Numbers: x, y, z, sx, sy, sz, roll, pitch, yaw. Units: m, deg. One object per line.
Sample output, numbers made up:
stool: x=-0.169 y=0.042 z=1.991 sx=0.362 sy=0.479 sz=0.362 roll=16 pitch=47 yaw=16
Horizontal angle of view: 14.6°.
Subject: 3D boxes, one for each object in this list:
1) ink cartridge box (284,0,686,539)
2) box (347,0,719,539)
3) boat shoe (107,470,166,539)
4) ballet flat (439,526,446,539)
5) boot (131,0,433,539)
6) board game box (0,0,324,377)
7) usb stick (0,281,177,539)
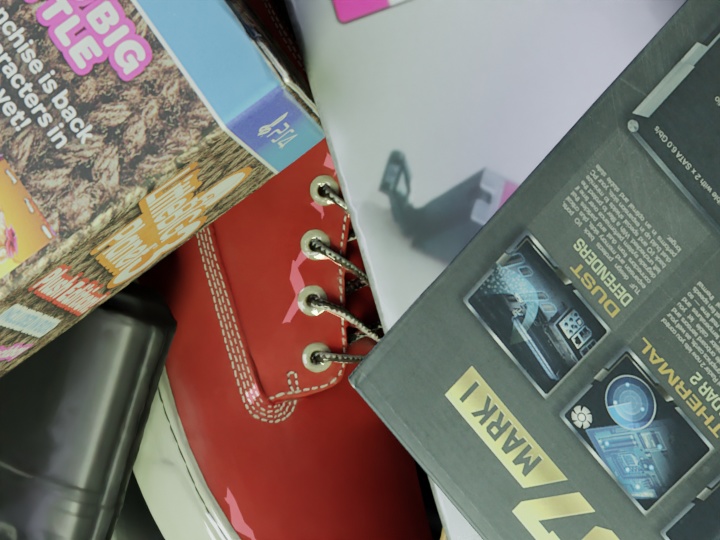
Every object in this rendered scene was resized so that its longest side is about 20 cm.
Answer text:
ink cartridge box: x=0.079 y=-0.043 z=0.642 sx=0.173 sy=0.044 sz=0.201 roll=-20 pitch=79 yaw=14
box: x=0.113 y=0.041 z=0.549 sx=0.200 sy=0.051 sz=0.158 roll=49 pitch=123 yaw=12
boat shoe: x=-0.037 y=0.147 z=0.765 sx=0.066 sy=0.072 sz=0.201 roll=-34 pitch=78 yaw=28
ballet flat: x=0.055 y=0.015 z=0.697 sx=0.068 sy=0.063 sz=0.201 roll=12 pitch=100 yaw=39
boot: x=0.000 y=0.000 z=0.739 sx=0.144 sy=0.072 sz=0.201 roll=-39 pitch=65 yaw=33
board game box: x=-0.134 y=-0.044 z=0.680 sx=0.200 sy=0.097 sz=0.160 roll=-35 pitch=84 yaw=2
usb stick: x=-0.097 y=0.094 z=0.746 sx=0.055 sy=0.033 sz=0.201 roll=20 pitch=95 yaw=33
